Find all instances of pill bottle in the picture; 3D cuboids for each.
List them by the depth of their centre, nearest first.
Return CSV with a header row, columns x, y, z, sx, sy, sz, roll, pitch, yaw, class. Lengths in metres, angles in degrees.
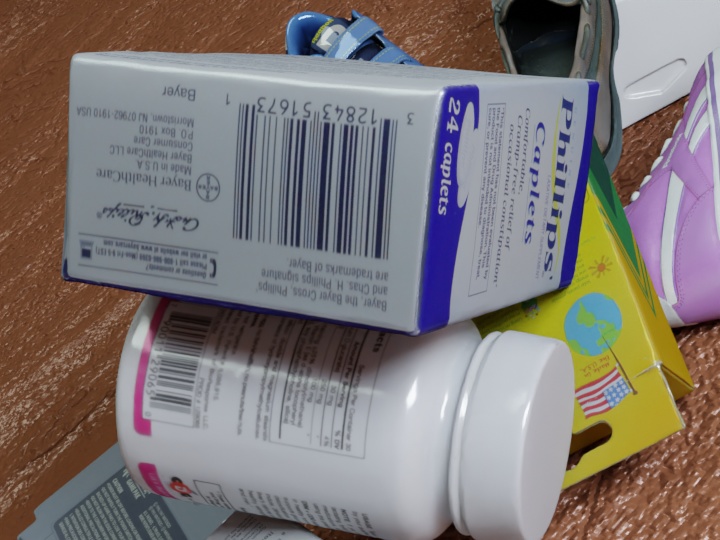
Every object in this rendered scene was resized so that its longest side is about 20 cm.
x,y,z,sx,sy,sz,roll,pitch,yaw,class
-0.005,0.066,0.854,0.198,0.114,0.114,9,46,20,pill bottle

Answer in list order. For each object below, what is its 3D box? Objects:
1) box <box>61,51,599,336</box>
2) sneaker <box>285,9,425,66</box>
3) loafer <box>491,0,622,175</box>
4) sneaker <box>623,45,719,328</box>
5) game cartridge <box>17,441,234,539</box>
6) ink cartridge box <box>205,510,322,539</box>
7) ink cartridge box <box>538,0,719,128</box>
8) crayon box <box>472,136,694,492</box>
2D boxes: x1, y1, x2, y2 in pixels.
x,y,z,sx,sy,sz,roll,pitch,yaw,class
-0.009,-0.043,0.834,0.182,0.106,0.200,8,10,26,box
0.003,-0.137,1.295,0.074,0.083,0.200,-41,31,-14,sneaker
0.112,-0.137,1.050,0.071,0.063,0.201,-22,48,19,loafer
0.173,-0.047,0.992,0.113,0.073,0.201,-22,31,29,sneaker
-0.122,0.161,1.037,0.133,0.042,0.200,-35,28,-7,game cartridge
-0.037,0.206,0.822,0.144,0.084,0.200,-43,26,-13,ink cartridge box
0.168,-0.187,1.187,0.145,0.084,0.201,-29,30,14,ink cartridge box
0.087,0.025,0.926,0.126,0.051,0.202,-29,59,21,crayon box
